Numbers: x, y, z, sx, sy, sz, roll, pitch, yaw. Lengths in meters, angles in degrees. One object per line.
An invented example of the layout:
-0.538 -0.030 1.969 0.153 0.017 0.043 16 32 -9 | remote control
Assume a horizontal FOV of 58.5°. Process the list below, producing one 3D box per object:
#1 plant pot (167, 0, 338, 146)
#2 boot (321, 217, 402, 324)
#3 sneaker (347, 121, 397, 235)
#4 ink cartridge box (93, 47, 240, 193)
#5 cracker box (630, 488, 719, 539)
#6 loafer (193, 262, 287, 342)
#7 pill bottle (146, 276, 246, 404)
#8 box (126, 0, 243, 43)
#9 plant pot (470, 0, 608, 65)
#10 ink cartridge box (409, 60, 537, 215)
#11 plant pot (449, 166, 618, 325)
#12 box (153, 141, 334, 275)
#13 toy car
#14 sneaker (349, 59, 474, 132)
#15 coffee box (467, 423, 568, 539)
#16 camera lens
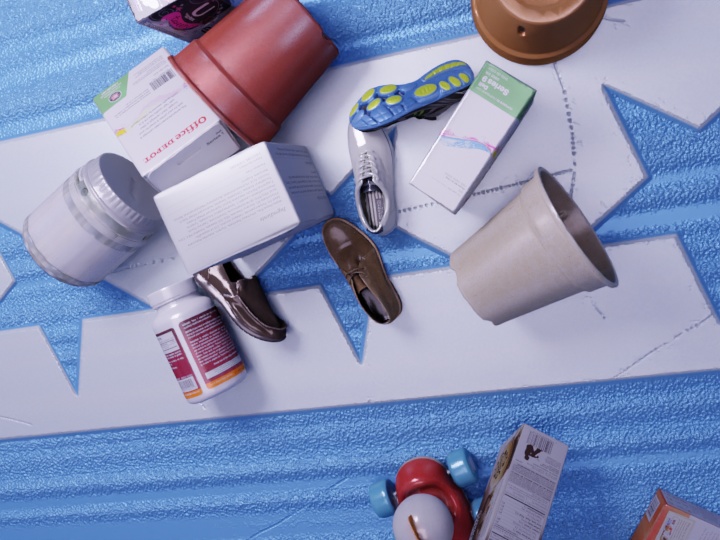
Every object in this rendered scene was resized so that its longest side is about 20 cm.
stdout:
-0.150 -0.318 0.982 0.195 0.201 0.201 -43 88 7 | plant pot
0.000 0.000 1.051 0.074 0.075 0.200 -34 89 17 | boot
0.021 -0.154 1.023 0.073 0.071 0.200 -12 96 14 | sneaker
-0.307 -0.233 1.021 0.145 0.084 0.200 -37 64 -3 | ink cartridge box
0.541 0.452 1.013 0.200 0.058 0.134 24 104 9 | cracker box
-0.198 0.043 1.100 0.200 0.073 0.071 41 105 3 | loafer
-0.286 0.118 1.111 0.113 0.113 0.200 -23 93 15 | pill bottle
-0.266 -0.436 0.974 0.115 0.200 0.132 -23 94 16 | box
0.254 -0.400 0.900 0.200 0.140 0.200 2 99 11 | plant pot
0.165 -0.190 0.948 0.087 0.145 0.200 33 104 6 | ink cartridge box
0.242 -0.019 0.950 0.183 0.200 0.201 -34 91 27 | plant pot
-0.172 -0.100 1.007 0.200 0.199 0.131 -23 93 15 | box
0.111 0.411 1.026 0.184 0.200 0.177 -26 93 15 | toy car
0.080 -0.252 0.985 0.199 0.083 0.071 -20 63 5 | sneaker
0.236 0.353 0.979 0.080 0.200 0.113 26 147 8 | coffee box
-0.450 -0.081 1.090 0.200 0.160 0.160 -37 90 15 | camera lens
